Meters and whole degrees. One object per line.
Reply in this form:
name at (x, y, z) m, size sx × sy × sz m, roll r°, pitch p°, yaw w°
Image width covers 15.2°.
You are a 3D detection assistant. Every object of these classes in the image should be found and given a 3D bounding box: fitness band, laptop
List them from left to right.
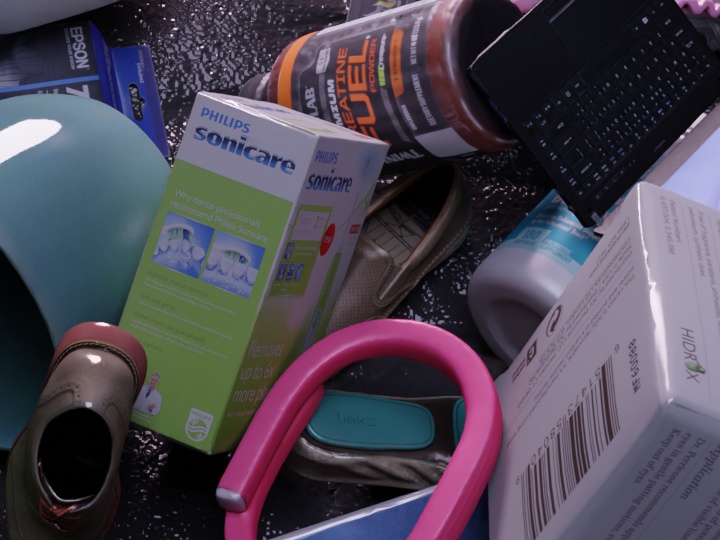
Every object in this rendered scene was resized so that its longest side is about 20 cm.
fitness band at (0.000, 0.116, 1.586) m, size 0.144 × 0.037 × 0.200 m, roll 15°, pitch 60°, yaw 25°
laptop at (0.200, -0.107, 1.677) m, size 0.200 × 0.103 × 0.177 m, roll 53°, pitch 54°, yaw -8°

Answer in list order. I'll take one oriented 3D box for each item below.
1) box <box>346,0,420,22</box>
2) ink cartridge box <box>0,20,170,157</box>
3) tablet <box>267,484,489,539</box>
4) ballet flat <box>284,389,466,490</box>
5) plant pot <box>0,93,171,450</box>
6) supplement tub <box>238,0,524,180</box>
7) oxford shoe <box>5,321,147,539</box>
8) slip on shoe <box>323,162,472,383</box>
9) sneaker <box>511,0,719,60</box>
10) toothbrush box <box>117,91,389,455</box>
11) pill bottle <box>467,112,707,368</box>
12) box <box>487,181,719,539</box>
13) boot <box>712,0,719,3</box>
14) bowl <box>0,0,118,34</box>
box at (0.081, -0.229, 1.852) m, size 0.158 × 0.048 × 0.200 m, roll 11°, pitch 91°, yaw 2°
ink cartridge box at (-0.231, -0.114, 1.808) m, size 0.200 × 0.039 × 0.100 m, roll -7°, pitch 58°, yaw -12°
tablet at (0.009, 0.209, 1.619) m, size 0.200 × 0.014 × 0.130 m, roll -17°, pitch 87°, yaw -16°
ballet flat at (0.047, 0.112, 1.685) m, size 0.200 × 0.062 × 0.067 m, roll 10°, pitch 53°, yaw -9°
plant pot at (-0.204, -0.015, 1.664) m, size 0.201 × 0.201 × 0.161 m, roll 37°, pitch 50°, yaw 16°
supplement tub at (0.014, -0.112, 1.747) m, size 0.107 × 0.200 × 0.107 m, roll 17°, pitch 67°, yaw -46°
oxford shoe at (-0.176, 0.123, 1.566) m, size 0.070 × 0.200 × 0.075 m, roll 14°, pitch 38°, yaw -1°
slip on shoe at (0.000, 0.000, 1.749) m, size 0.076 × 0.061 × 0.200 m, roll 42°, pitch 63°, yaw 19°
sneaker at (0.175, -0.138, 1.799) m, size 0.200 × 0.079 × 0.095 m, roll 1°, pitch 84°, yaw -38°
toothbrush box at (-0.070, 0.001, 1.632) m, size 0.086 × 0.146 × 0.200 m, roll 20°, pitch 95°, yaw 16°
pill bottle at (0.168, -0.019, 1.751) m, size 0.111 × 0.111 × 0.200 m, roll 36°, pitch 61°, yaw 15°
box at (0.191, 0.099, 1.556) m, size 0.171 × 0.199 × 0.200 m, roll 21°, pitch 38°, yaw -16°
boot at (0.221, -0.200, 1.901) m, size 0.200 × 0.069 × 0.174 m, roll -32°, pitch 74°, yaw -16°
bowl at (-0.223, -0.239, 1.846) m, size 0.200 × 0.075 × 0.200 m, roll -21°, pitch 48°, yaw -25°
